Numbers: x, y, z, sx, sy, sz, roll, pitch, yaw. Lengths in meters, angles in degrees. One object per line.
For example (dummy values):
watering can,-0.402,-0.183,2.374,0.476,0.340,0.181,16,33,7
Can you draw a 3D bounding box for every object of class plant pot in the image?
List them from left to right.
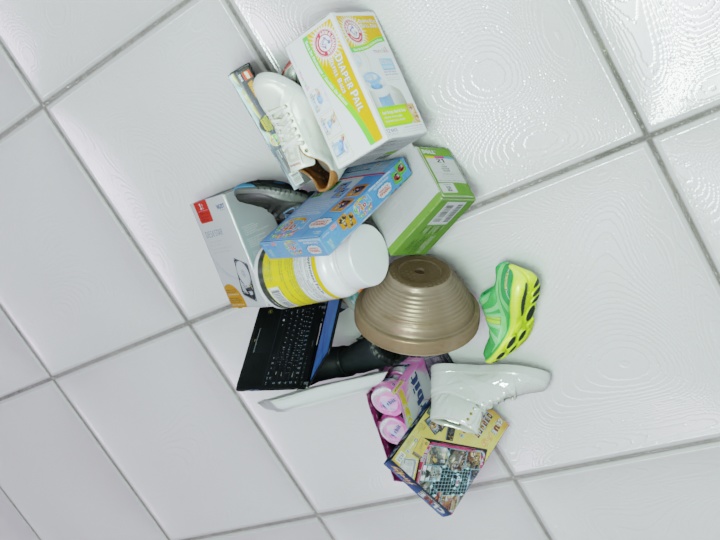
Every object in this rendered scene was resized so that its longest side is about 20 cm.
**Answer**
plant pot,0.091,0.039,1.491,0.200,0.201,0.093,15,123,21

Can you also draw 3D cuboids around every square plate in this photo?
square plate,-0.066,0.207,1.608,0.200,0.197,0.029,147,110,-75

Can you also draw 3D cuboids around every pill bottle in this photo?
pill bottle,-0.061,-0.008,1.490,0.199,0.114,0.115,-12,113,39

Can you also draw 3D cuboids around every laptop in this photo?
laptop,-0.111,0.096,1.563,0.199,0.178,0.103,-4,137,19

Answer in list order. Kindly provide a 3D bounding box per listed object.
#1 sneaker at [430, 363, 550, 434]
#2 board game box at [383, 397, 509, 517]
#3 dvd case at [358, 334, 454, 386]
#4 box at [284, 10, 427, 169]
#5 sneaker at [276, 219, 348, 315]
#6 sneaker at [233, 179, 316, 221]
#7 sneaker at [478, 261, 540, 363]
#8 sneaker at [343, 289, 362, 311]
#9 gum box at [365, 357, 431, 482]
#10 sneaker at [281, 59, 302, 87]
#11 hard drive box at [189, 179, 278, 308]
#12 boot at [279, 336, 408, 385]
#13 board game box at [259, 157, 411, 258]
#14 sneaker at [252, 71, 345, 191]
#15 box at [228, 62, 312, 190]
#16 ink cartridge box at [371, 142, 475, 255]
sneaker,0.212,0.217,1.566,0.199,0.116,0.074,-1,152,14
board game box,0.147,0.291,1.597,0.135,0.200,0.035,42,148,-1
dvd case,0.104,0.180,1.692,0.148,0.016,0.200,-21,106,36
box,-0.006,-0.264,1.382,0.101,0.112,0.201,-26,86,38
sneaker,-0.108,0.009,1.670,0.200,0.070,0.108,46,129,-7
sneaker,-0.108,-0.096,1.532,0.199,0.073,0.082,11,106,-2
sneaker,0.232,0.066,1.525,0.084,0.074,0.201,44,140,34
sneaker,0.000,0.000,1.602,0.080,0.071,0.200,-26,103,42
gum box,0.083,0.257,1.667,0.066,0.114,0.201,-2,117,31
sneaker,-0.053,-0.246,1.457,0.082,0.078,0.200,4,141,39
hard drive box,-0.197,-0.042,1.629,0.156,0.077,0.201,-8,105,60
boot,-0.030,0.144,1.618,0.168,0.200,0.077,-25,72,45
board game box,-0.037,-0.092,1.410,0.151,0.200,0.037,-2,126,51
sneaker,-0.092,-0.200,1.399,0.073,0.085,0.200,-17,126,41
box,-0.141,-0.230,1.500,0.040,0.137,0.201,-30,105,1
ink cartridge box,0.071,-0.146,1.478,0.148,0.076,0.201,-48,57,41
